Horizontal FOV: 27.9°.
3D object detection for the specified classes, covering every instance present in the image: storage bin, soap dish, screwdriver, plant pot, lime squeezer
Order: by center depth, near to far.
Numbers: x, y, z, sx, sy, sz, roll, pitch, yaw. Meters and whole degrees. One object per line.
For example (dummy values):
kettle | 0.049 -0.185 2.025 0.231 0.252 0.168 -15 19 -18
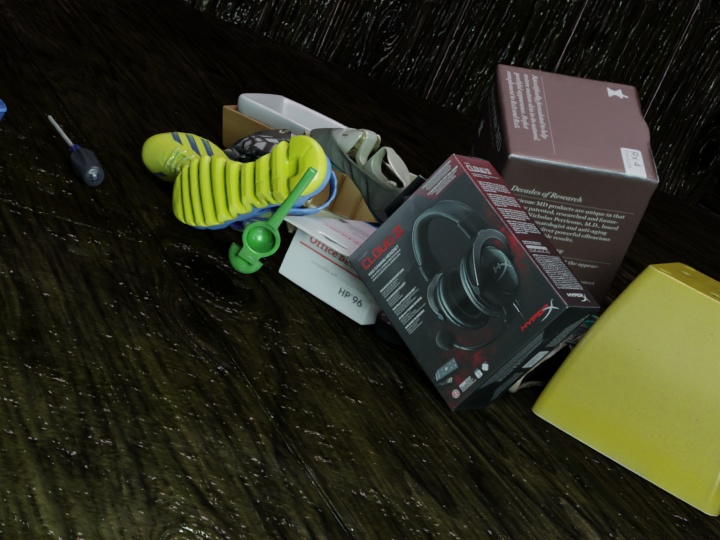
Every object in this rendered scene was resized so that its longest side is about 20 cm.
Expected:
lime squeezer | -0.091 -0.033 1.396 0.038 0.071 0.200 49 -30 1
plant pot | 0.317 0.099 1.419 0.200 0.177 0.200 29 13 22
screwdriver | -0.312 -0.137 1.547 0.029 0.028 0.200 51 -4 -40
storage bin | 0.014 -0.071 1.743 0.200 0.094 0.199 22 13 -13
soap dish | -0.097 -0.182 2.018 0.157 0.081 0.200 27 13 11

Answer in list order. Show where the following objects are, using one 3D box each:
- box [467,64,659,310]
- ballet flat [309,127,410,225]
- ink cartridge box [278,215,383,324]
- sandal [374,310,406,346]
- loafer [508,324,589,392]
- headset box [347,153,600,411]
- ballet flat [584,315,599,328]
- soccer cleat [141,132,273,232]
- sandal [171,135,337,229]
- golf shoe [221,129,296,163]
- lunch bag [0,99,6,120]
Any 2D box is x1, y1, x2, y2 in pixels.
box | 0.206 -0.088 1.584 0.164 0.200 0.166 8 42 -8
ballet flat | 0.011 -0.120 1.612 0.067 0.064 0.200 6 33 -38
ink cartridge box | 0.000 0.000 1.482 0.116 0.068 0.200 31 14 27
sandal | 0.095 0.056 1.474 0.200 0.048 0.075 -8 27 -37
loafer | 0.182 0.093 1.453 0.063 0.072 0.200 37 26 32
headset box | 0.095 0.003 1.316 0.200 0.149 0.077 56 25 20
ballet flat | 0.208 0.065 1.598 0.070 0.067 0.200 40 20 28
soccer cleat | -0.172 -0.101 1.589 0.200 0.065 0.084 31 16 25
sandal | -0.104 -0.079 1.473 0.200 0.080 0.087 -6 -16 30
golf shoe | -0.093 -0.129 1.645 0.200 0.094 0.078 17 -41 54
lunch bag | -0.378 -0.128 1.160 0.136 0.133 0.200 12 17 -43
